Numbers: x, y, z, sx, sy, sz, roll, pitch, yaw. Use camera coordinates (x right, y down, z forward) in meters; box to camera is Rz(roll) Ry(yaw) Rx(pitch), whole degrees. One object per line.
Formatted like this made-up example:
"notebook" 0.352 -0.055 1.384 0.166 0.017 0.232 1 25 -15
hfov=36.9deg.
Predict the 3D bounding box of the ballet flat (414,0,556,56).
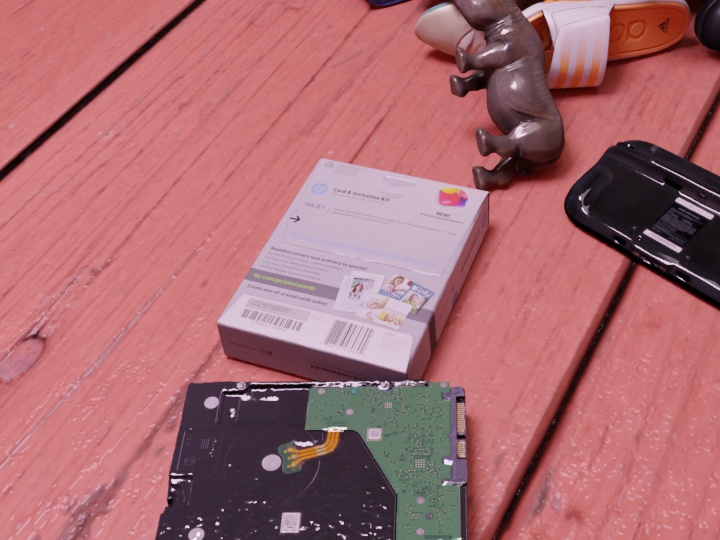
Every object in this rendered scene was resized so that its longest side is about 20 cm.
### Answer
"ballet flat" 0.153 -0.232 1.048 0.196 0.070 0.070 -9 44 -3

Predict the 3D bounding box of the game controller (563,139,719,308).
"game controller" 0.261 -0.037 0.859 0.104 0.042 0.199 -45 54 -15

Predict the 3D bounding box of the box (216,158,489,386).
"box" 0.000 0.000 0.844 0.153 0.042 0.201 12 49 18

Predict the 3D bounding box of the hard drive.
"hard drive" -0.027 0.137 0.711 0.196 0.038 0.141 -2 45 6

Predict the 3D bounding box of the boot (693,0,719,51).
"boot" 0.420 -0.198 0.966 0.196 0.077 0.170 -3 40 -5

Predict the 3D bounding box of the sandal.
"sandal" 0.226 -0.213 1.004 0.203 0.080 0.060 -14 42 -10

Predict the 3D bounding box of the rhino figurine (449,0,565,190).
"rhino figurine" 0.123 -0.176 0.937 0.086 0.060 0.204 -10 80 -11

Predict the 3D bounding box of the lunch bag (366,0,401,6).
"lunch bag" 0.058 -0.393 1.164 0.197 0.137 0.133 -19 45 -12
